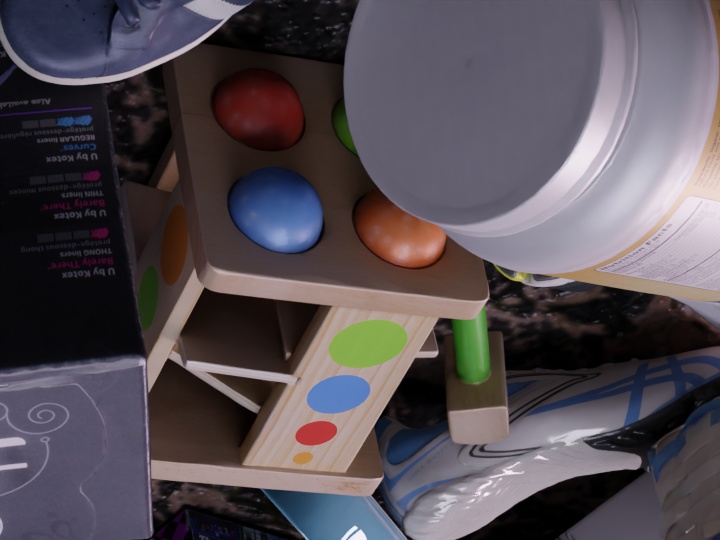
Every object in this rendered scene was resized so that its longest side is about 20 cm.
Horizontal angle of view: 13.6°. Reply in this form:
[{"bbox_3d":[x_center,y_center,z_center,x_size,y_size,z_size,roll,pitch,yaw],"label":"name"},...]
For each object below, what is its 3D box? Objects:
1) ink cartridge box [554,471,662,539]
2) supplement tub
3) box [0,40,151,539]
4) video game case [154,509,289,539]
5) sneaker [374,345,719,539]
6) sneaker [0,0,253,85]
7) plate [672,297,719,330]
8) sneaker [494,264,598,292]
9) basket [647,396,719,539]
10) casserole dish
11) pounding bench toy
[{"bbox_3d":[0.159,0.185,1.557,0.200,0.084,0.144,-38,139,2],"label":"ink cartridge box"},{"bbox_3d":[0.102,-0.066,1.167,0.144,0.145,0.200,-38,151,30],"label":"supplement tub"},{"bbox_3d":[-0.144,-0.004,1.170,0.106,0.201,0.123,-7,142,-7],"label":"box"},{"bbox_3d":[-0.010,0.228,1.532,0.199,0.182,0.036,20,136,-36],"label":"video game case"},{"bbox_3d":[0.099,0.070,1.460,0.199,0.073,0.072,-18,154,-16],"label":"sneaker"},{"bbox_3d":[-0.046,-0.134,1.107,0.199,0.075,0.085,-30,-177,-3],"label":"sneaker"},{"bbox_3d":[0.229,-0.018,1.341,0.199,0.032,0.199,-24,166,14],"label":"plate"},{"bbox_3d":[0.148,-0.051,1.322,0.199,0.075,0.085,-24,166,8],"label":"sneaker"},{"bbox_3d":[0.225,0.134,1.370,0.139,0.201,0.176,22,133,-33],"label":"basket"},{"bbox_3d":[-0.014,0.117,1.452,0.039,0.121,0.200,-42,140,-4],"label":"casserole dish"},{"bbox_3d":[0.000,0.000,1.289,0.199,0.125,0.156,7,139,-23],"label":"pounding bench toy"}]
